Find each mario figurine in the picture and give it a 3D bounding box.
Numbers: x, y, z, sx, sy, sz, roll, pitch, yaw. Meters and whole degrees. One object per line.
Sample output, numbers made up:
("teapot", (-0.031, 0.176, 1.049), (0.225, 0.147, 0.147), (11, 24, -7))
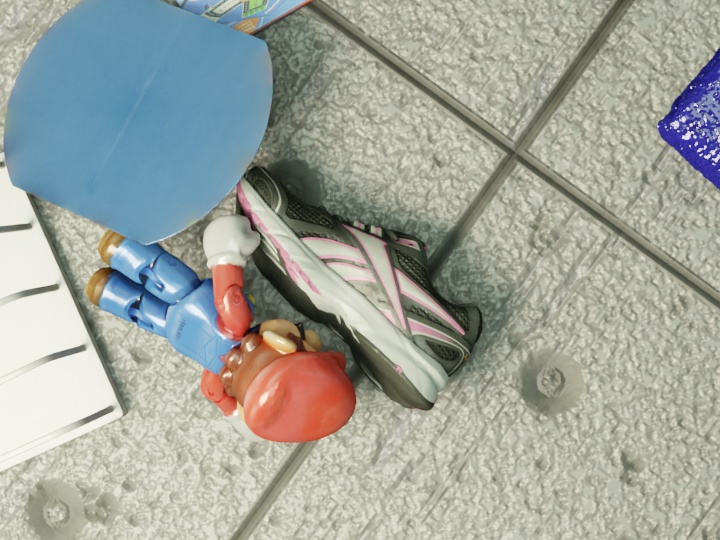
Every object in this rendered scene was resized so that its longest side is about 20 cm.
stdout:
("mario figurine", (-0.082, 0.038, 1.544), (0.200, 0.124, 0.106), (37, 77, 15))

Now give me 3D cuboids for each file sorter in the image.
("file sorter", (-0.269, 0.039, 1.541), (0.138, 0.125, 0.201), (-24, 90, 6))

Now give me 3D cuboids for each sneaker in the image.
("sneaker", (0.000, 0.000, 1.552), (0.086, 0.080, 0.200), (-43, 86, -18))

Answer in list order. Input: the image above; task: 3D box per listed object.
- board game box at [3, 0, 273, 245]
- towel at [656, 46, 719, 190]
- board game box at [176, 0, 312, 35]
("board game box", (-0.145, -0.099, 1.554), (0.199, 0.039, 0.159), (23, 80, 28))
("towel", (0.315, -0.086, 1.523), (0.200, 0.050, 0.148), (39, 94, 2))
("board game box", (-0.042, -0.238, 1.563), (0.199, 0.019, 0.103), (-30, 89, 5))
